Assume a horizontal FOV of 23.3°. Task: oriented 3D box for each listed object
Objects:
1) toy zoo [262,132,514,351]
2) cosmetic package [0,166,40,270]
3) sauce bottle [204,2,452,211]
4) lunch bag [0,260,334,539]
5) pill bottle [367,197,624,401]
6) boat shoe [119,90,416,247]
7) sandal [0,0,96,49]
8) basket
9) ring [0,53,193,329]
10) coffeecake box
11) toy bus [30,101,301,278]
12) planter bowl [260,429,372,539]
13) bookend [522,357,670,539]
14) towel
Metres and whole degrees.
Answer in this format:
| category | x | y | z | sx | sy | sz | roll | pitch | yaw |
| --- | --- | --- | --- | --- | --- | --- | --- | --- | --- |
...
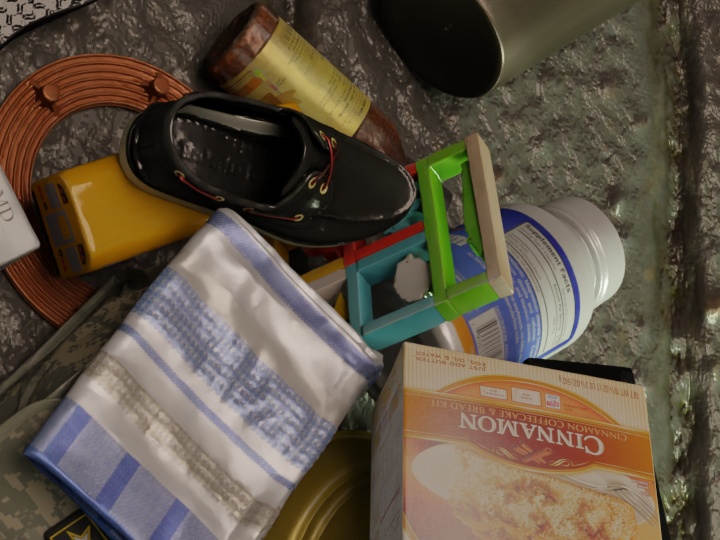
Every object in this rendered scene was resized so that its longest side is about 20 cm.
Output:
| category | x | y | z | sx | sy | sz | roll | pitch | yaw |
| --- | --- | --- | --- | --- | --- | --- | --- | --- | --- |
| toy zoo | 0.000 | 0.000 | 1.138 | 0.020 | 0.199 | 0.132 | 49 | 26 | -41 |
| cosmetic package | -0.295 | -0.014 | 0.998 | 0.199 | 0.074 | 0.102 | -30 | 95 | -36 |
| sauce bottle | -0.018 | -0.101 | 1.221 | 0.200 | 0.066 | 0.066 | 40 | 58 | -17 |
| lunch bag | -0.140 | 0.117 | 1.041 | 0.200 | 0.117 | 0.164 | -47 | 111 | -29 |
| pill bottle | 0.092 | 0.020 | 1.227 | 0.199 | 0.112 | 0.113 | -28 | 93 | -38 |
| boat shoe | -0.045 | -0.060 | 1.066 | 0.200 | 0.063 | 0.074 | 12 | 77 | -32 |
| sandal | -0.230 | -0.176 | 1.113 | 0.200 | 0.048 | 0.076 | -39 | 101 | -23 |
| basket | 0.119 | -0.230 | 1.318 | 0.181 | 0.136 | 0.200 | 51 | 58 | -10 |
| ring | -0.153 | -0.047 | 1.141 | 0.199 | 0.019 | 0.202 | 11 | 71 | -32 |
| coffeecake box | 0.086 | 0.151 | 0.981 | 0.152 | 0.073 | 0.201 | 11 | 47 | -11 |
| toy bus | -0.108 | -0.056 | 1.108 | 0.199 | 0.078 | 0.066 | -21 | 95 | -33 |
| planter bowl | 0.019 | 0.198 | 1.050 | 0.199 | 0.083 | 0.202 | 3 | 86 | -45 |
| bookend | 0.107 | 0.192 | 1.166 | 0.092 | 0.200 | 0.200 | 7 | 61 | -33 |
| towel | -0.083 | 0.077 | 1.000 | 0.147 | 0.024 | 0.200 | 46 | 58 | -15 |
